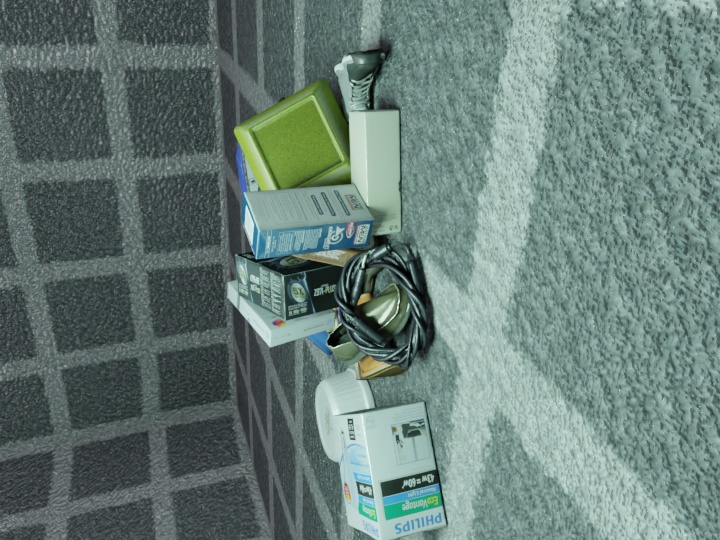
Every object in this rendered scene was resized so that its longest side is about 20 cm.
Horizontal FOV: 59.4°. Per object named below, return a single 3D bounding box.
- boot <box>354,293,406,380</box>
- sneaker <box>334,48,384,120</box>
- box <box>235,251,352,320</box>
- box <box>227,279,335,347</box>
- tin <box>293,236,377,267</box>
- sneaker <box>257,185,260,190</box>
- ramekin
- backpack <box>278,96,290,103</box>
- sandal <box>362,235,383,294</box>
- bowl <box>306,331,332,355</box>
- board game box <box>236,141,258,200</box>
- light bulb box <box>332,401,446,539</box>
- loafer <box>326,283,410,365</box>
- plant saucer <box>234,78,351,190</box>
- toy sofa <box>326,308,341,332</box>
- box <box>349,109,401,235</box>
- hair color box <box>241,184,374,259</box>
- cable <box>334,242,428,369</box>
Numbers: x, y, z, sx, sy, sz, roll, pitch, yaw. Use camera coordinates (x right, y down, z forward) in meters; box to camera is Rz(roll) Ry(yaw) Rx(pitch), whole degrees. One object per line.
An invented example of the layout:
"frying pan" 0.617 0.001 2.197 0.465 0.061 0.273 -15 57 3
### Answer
"boot" 0.025 0.120 1.181 0.199 0.072 0.160 151 117 -64
"sneaker" 0.005 -0.314 1.102 0.200 0.073 0.119 -133 35 -76
"box" -0.130 0.015 1.238 0.198 0.161 0.089 19 115 51
"box" -0.167 0.071 1.313 0.199 0.153 0.042 37 130 43
"tin" -0.062 -0.060 1.106 0.114 0.195 0.042 -98 26 -47
"sneaker" -0.194 -0.207 1.252 0.200 0.071 0.114 45 131 44
"ramekin" -0.035 0.323 1.386 0.202 0.092 0.209 173 90 -71
"backpack" -0.104 -0.226 1.307 0.184 0.144 0.203 57 138 41
"sandal" 0.000 0.000 1.229 0.201 0.053 0.084 122 137 -61
"bowl" -0.130 0.127 1.491 0.199 0.040 0.201 40 173 6
"board game box" -0.176 -0.219 1.453 0.097 0.194 0.164 137 124 -68
"light bulb box" 0.043 0.347 1.115 0.198 0.121 0.206 142 121 -68
"loafer" 0.012 0.093 1.099 0.200 0.069 0.076 -46 40 26
"plant saucer" -0.109 -0.218 1.132 0.204 0.196 0.048 63 -178 4
"toy sofa" -0.048 0.021 1.334 0.097 0.081 0.206 13 110 52
"box" 0.025 -0.169 1.077 0.082 0.067 0.206 -146 53 -64
"hair color box" -0.087 -0.082 1.028 0.061 0.195 0.101 105 148 -42
"cable" 0.034 0.064 1.033 0.051 0.160 0.206 -2 -104 -65
